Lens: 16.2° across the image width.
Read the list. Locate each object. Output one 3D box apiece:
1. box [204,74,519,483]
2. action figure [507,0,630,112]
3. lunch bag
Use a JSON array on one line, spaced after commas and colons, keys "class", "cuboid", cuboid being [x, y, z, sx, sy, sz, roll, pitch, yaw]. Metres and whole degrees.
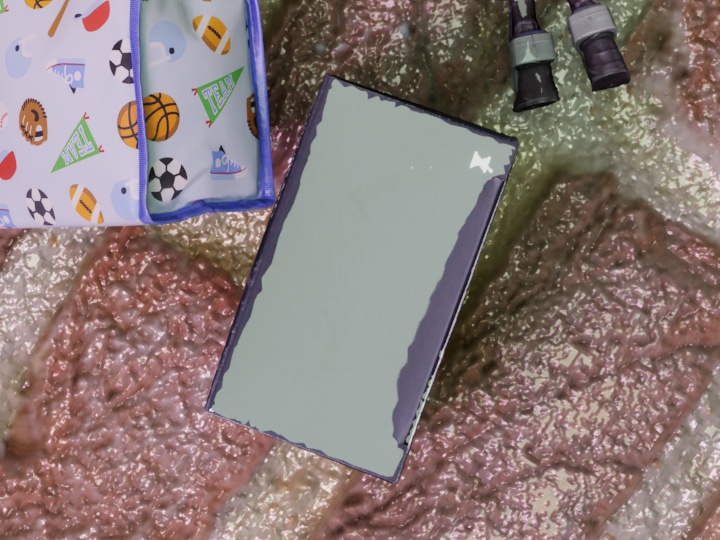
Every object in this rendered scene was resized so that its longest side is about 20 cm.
[{"class": "box", "cuboid": [0.000, 0.000, 1.438, 0.117, 0.200, 0.198, 20, 92, -2]}, {"class": "action figure", "cuboid": [0.100, -0.199, 1.499, 0.129, 0.069, 0.201, -13, 89, 7]}, {"class": "lunch bag", "cuboid": [-0.142, -0.129, 1.438, 0.169, 0.124, 0.201, -2, 96, 42]}]
